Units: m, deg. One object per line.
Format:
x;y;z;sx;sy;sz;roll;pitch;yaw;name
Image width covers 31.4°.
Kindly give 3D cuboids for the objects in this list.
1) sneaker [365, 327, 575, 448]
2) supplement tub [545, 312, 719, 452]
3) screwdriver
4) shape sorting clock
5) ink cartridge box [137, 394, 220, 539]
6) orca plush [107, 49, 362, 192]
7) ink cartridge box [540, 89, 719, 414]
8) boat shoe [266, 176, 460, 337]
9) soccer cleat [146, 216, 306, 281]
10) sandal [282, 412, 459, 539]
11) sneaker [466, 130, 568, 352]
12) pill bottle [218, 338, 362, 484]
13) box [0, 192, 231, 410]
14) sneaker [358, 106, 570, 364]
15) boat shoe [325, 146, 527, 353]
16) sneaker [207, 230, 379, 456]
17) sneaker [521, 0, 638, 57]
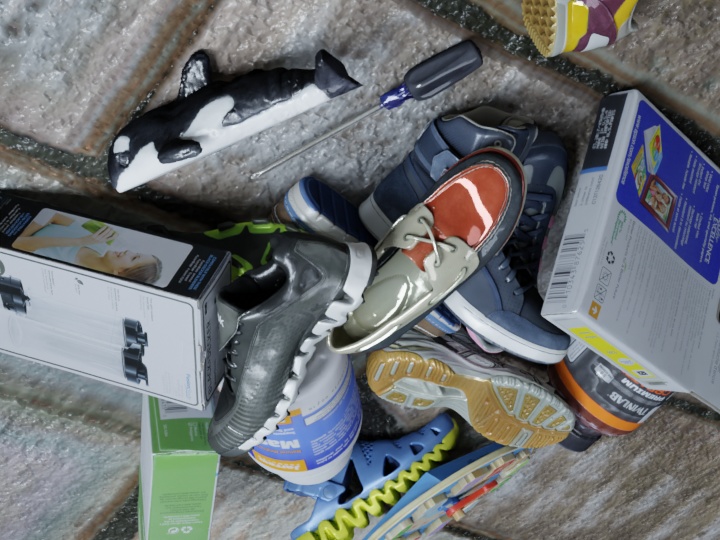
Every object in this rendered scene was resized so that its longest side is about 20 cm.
0.101;0.088;1.135;0.200;0.088;0.076;24;124;-15;sneaker
0.244;0.078;1.165;0.107;0.107;0.200;21;123;-30;supplement tub
0.002;-0.121;0.977;0.200;0.029;0.028;-25;134;13;screwdriver
0.086;0.226;1.251;0.200;0.039;0.200;-31;158;-14;shape sorting clock
-0.167;0.190;1.156;0.059;0.104;0.200;-1;131;-14;ink cartridge box
-0.104;-0.123;0.910;0.200;0.105;0.071;-19;97;34;orca plush
0.243;-0.011;1.039;0.047;0.198;0.200;-5;149;46;ink cartridge box
0.000;0.000;1.060;0.072;0.072;0.200;-38;120;25;boat shoe
-0.104;0.004;1.005;0.200;0.065;0.084;2;146;14;soccer cleat
0.004;0.193;1.225;0.200;0.087;0.079;-33;162;-9;sandal
0.133;-0.019;1.063;0.070;0.082;0.200;2;130;-15;sneaker
-0.057;0.109;1.095;0.112;0.112;0.200;-15;147;-2;pill bottle
-0.197;0.022;0.963;0.200;0.060;0.117;14;132;13;box
0.112;-0.035;0.992;0.202;0.077;0.146;42;114;7;sneaker
0.046;-0.010;0.949;0.200;0.071;0.063;-47;169;28;boat shoe
-0.075;0.048;0.927;0.090;0.066;0.200;23;115;-26;sneaker
0.167;-0.242;0.885;0.090;0.075;0.200;-13;140;-14;sneaker
